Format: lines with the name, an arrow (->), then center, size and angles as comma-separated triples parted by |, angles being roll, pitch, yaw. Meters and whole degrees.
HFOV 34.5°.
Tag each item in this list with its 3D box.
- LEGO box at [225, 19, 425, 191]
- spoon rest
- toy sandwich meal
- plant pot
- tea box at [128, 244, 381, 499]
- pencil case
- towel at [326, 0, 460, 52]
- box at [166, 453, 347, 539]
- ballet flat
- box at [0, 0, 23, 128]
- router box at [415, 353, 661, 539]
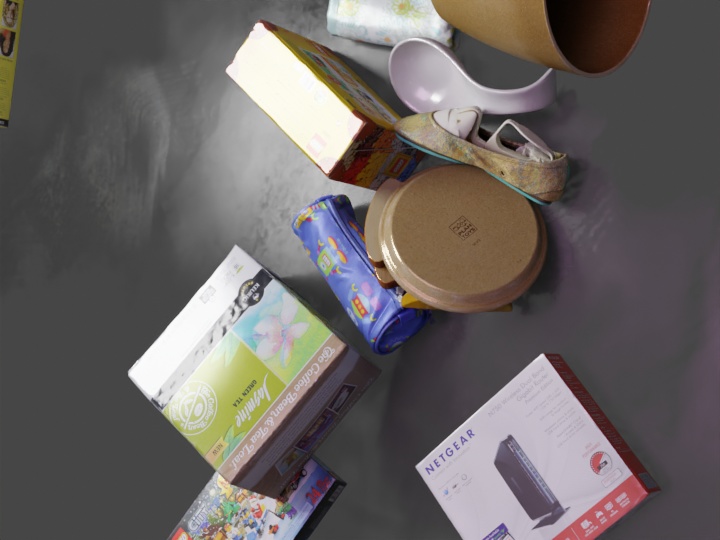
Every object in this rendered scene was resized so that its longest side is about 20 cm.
LEGO box -> -0.037, -0.186, 1.331 | 0.200, 0.148, 0.077 | 47, 109, 26
spoon rest -> 0.115, -0.207, 1.283 | 0.198, 0.061, 0.100 | 12, 130, 30
toy sandwich meal -> 0.103, -0.028, 1.262 | 0.202, 0.070, 0.207 | 1, 61, -1
plant pot -> 0.172, -0.304, 1.212 | 0.199, 0.185, 0.189 | 16, 94, 45
tea box -> -0.120, 0.119, 1.340 | 0.196, 0.134, 0.200 | 39, 88, 26
pencil case -> 0.000, 0.000, 1.332 | 0.201, 0.077, 0.087 | 54, 148, 23
towel -> 0.055, -0.361, 1.349 | 0.170, 0.048, 0.202 | 15, 94, 32
box -> -0.127, 0.292, 1.383 | 0.136, 0.038, 0.201 | 35, 89, 28
ballet flat -> 0.134, -0.139, 1.245 | 0.198, 0.071, 0.071 | 26, 100, 10
box -> -0.550, -0.315, 1.713 | 0.075, 0.050, 0.203 | 6, 90, 31
router box -> 0.182, 0.220, 1.222 | 0.200, 0.049, 0.180 | -45, 65, 21
